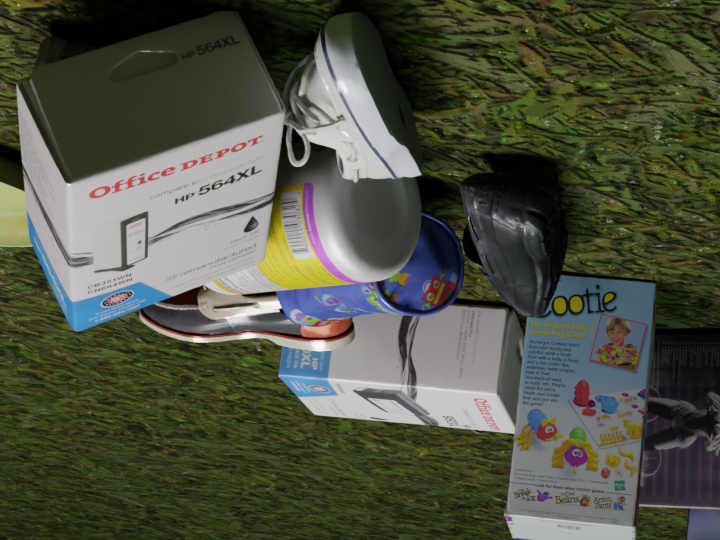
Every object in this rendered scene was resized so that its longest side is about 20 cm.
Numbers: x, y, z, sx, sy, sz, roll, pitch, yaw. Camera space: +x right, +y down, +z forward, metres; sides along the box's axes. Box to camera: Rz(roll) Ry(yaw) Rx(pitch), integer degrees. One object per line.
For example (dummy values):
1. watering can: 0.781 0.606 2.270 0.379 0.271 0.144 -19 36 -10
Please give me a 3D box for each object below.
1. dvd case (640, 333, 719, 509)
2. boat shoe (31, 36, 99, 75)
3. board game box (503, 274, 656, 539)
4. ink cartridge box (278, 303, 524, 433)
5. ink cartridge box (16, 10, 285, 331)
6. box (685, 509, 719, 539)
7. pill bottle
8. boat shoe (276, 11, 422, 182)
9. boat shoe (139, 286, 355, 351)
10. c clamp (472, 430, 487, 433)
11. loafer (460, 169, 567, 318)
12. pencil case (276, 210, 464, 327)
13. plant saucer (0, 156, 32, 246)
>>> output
1. dvd case: 0.277 0.128 1.756 0.199 0.149 0.016 -2 172 33
2. boat shoe: -0.161 -0.093 1.394 0.071 0.076 0.200 3 164 12
3. board game box: 0.181 0.115 1.672 0.104 0.201 0.103 5 163 9
4. ink cartridge box: 0.043 0.083 1.841 0.199 0.085 0.145 4 163 14
5. ink cartridge box: -0.134 -0.060 1.309 0.146 0.085 0.200 -20 157 -15
6. box: 0.468 0.370 2.365 0.199 0.199 0.123 5 163 11
7. pill bottle: -0.061 -0.037 1.468 0.199 0.105 0.104 -5 158 40
8. boat shoe: -0.019 -0.100 1.283 0.086 0.075 0.202 -12 166 8
9. boat shoe: -0.099 0.025 1.772 0.199 0.071 0.063 5 121 20
10. c clamp: 0.122 0.134 2.069 0.170 0.027 0.200 15 162 -20
11. loafer: 0.111 -0.022 1.504 0.070 0.068 0.201 15 161 14
12. pencil case: 0.000 0.000 1.564 0.087 0.078 0.200 8 172 -25
13. plant saucer: -0.328 -0.066 1.643 0.199 0.031 0.200 8 164 2
